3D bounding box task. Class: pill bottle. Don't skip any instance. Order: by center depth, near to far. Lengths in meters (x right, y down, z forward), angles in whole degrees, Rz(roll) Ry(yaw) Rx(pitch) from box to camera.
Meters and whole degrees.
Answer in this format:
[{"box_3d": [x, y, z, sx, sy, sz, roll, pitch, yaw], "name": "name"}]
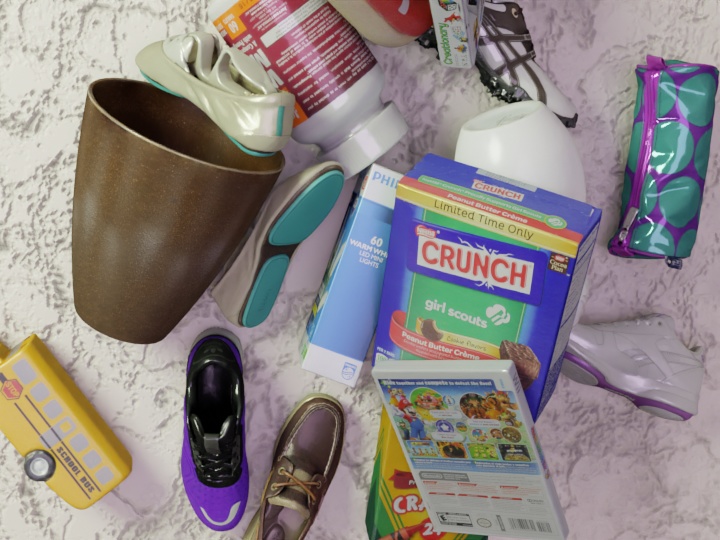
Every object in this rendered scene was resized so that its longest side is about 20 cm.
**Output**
[{"box_3d": [-0.045, -0.190, 1.053, 0.109, 0.110, 0.201, -36, 102, -2], "name": "pill bottle"}]

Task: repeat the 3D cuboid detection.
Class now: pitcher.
[{"box_3d": [0.170, -0.062, 1.088, 0.119, 0.172, 0.203, -7, 112, 31], "name": "pitcher"}]

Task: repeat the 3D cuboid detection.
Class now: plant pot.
[{"box_3d": [-0.188, -0.043, 1.032, 0.184, 0.188, 0.203, 19, 110, -12], "name": "plant pot"}]

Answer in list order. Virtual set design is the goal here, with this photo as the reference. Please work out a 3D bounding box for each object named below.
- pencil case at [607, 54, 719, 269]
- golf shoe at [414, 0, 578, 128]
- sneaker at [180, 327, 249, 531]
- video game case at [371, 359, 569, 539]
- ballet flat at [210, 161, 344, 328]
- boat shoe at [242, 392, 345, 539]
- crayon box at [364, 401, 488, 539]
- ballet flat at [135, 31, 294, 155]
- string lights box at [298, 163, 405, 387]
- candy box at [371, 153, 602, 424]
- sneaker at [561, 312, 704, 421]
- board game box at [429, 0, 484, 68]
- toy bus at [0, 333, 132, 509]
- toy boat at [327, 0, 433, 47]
[{"box_3d": [0.304, -0.108, 1.136, 0.091, 0.084, 0.204, 1, 99, -38], "name": "pencil case"}, {"box_3d": [0.145, -0.216, 1.098, 0.198, 0.078, 0.095, 33, 92, -14], "name": "golf shoe"}, {"box_3d": [-0.144, 0.164, 1.094, 0.068, 0.100, 0.204, -3, 99, -7], "name": "sneaker"}, {"box_3d": [0.103, 0.168, 1.047, 0.141, 0.018, 0.202, -3, 122, 33], "name": "video game case"}, {"box_3d": [-0.086, -0.036, 1.072, 0.069, 0.070, 0.201, 27, 115, -12], "name": "ballet flat"}, {"box_3d": [-0.065, 0.224, 1.132, 0.071, 0.072, 0.203, 24, 94, -12], "name": "boat shoe"}, {"box_3d": [0.078, 0.186, 1.133, 0.124, 0.051, 0.203, 2, 115, -9], "name": "crayon box"}, {"box_3d": [-0.129, -0.175, 1.005, 0.199, 0.069, 0.070, 36, 93, 30], "name": "ballet flat"}, {"box_3d": [0.000, 0.000, 1.092, 0.058, 0.103, 0.203, 19, 95, -7], "name": "string lights box"}, {"box_3d": [0.108, 0.019, 1.009, 0.167, 0.077, 0.203, 20, 124, 18], "name": "candy box"}, {"box_3d": [0.271, 0.080, 1.178, 0.197, 0.075, 0.101, 25, 75, -12], "name": "sneaker"}, {"box_3d": [0.097, -0.303, 1.013, 0.034, 0.127, 0.204, 6, 69, 13], "name": "board game box"}, {"box_3d": [-0.309, 0.134, 1.081, 0.078, 0.065, 0.201, -36, 102, -3], "name": "toy bus"}, {"box_3d": [0.017, -0.293, 0.988, 0.130, 0.132, 0.199, -36, 147, 16], "name": "toy boat"}]
